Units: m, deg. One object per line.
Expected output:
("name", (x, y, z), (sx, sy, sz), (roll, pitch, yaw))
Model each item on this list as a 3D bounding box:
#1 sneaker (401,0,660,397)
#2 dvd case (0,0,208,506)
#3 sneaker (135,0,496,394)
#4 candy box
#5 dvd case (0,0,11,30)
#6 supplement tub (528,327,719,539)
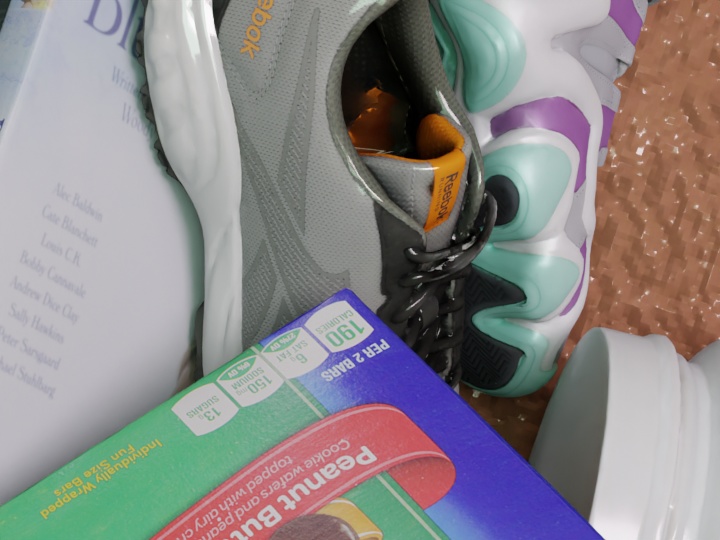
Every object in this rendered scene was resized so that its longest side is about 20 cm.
("sneaker", (0.066, -0.072, 0.811), (0.140, 0.078, 0.201), (-29, 126, -37))
("dvd case", (-0.062, 0.013, 0.760), (0.017, 0.143, 0.201), (6, 73, 39))
("sneaker", (0.000, 0.000, 0.758), (0.074, 0.079, 0.201), (-40, 127, -42))
("candy box", (-0.011, 0.121, 0.652), (0.169, 0.077, 0.200), (-32, 49, -16))
("dvd case", (-0.160, -0.148, 0.751), (0.150, 0.025, 0.201), (-8, 111, 19))
("supplement tub", (0.145, 0.099, 0.778), (0.199, 0.145, 0.145), (15, 88, -5))
